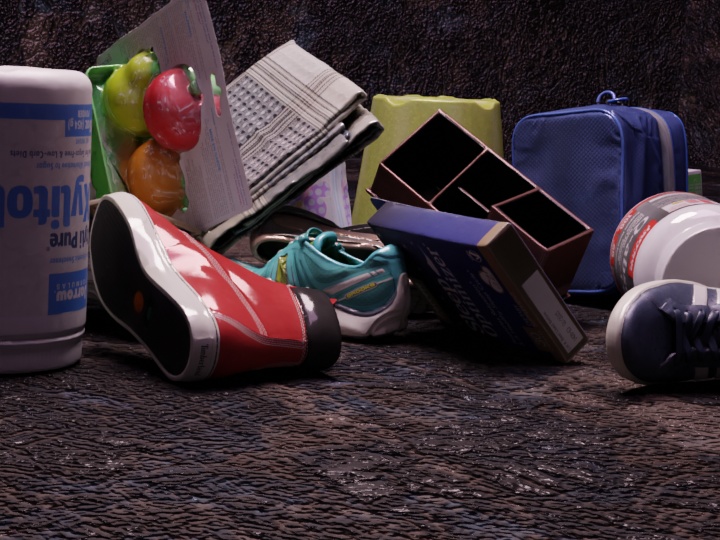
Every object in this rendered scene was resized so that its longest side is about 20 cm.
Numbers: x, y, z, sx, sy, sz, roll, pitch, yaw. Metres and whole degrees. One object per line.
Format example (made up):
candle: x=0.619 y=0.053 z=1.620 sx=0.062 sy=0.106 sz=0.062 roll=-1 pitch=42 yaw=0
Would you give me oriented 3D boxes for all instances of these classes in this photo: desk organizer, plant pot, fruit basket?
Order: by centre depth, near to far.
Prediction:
fruit basket: x=-0.153 y=-0.118 z=1.300 sx=0.094 sy=0.185 sz=0.200 roll=-9 pitch=-7 yaw=-41
desk organizer: x=0.104 y=-0.053 z=1.396 sx=0.072 sy=0.077 sz=0.200 roll=-22 pitch=52 yaw=-40
plant pot: x=0.074 y=-0.086 z=1.615 sx=0.200 sy=0.184 sz=0.200 roll=3 pitch=7 yaw=0

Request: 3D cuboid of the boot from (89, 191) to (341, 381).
boot: x=-0.100 y=0.010 z=1.124 sx=0.144 sy=0.072 sz=0.200 roll=-1 pitch=33 yaw=-35

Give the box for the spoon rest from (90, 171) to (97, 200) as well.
spoon rest: x=-0.308 y=-0.030 z=1.400 sx=0.200 sy=0.061 sz=0.099 roll=-20 pitch=19 yaw=27

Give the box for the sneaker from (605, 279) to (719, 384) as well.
sneaker: x=0.261 y=0.044 z=1.101 sx=0.200 sy=0.075 sz=0.084 roll=-3 pitch=5 yaw=-37

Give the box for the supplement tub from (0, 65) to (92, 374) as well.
supplement tub: x=-0.250 y=-0.039 z=1.076 sx=0.132 sy=0.200 sz=0.132 roll=2 pitch=8 yaw=0

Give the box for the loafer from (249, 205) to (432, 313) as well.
loafer: x=0.000 y=0.000 z=1.354 sx=0.200 sy=0.072 sz=0.063 roll=16 pitch=23 yaw=3

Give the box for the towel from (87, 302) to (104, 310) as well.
towel: x=-0.224 y=0.017 z=1.375 sx=0.145 sy=0.024 sz=0.200 roll=2 pitch=9 yaw=-21

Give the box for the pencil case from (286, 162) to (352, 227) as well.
pencil case: x=-0.049 y=-0.084 z=1.515 sx=0.083 sy=0.200 sz=0.091 roll=-8 pitch=2 yaw=-31

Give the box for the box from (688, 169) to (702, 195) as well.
box: x=0.333 y=-0.084 z=2.043 sx=0.176 sy=0.097 sz=0.200 roll=4 pitch=6 yaw=25

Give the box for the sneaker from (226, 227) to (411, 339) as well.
sneaker: x=-0.041 y=0.005 z=1.283 sx=0.200 sy=0.080 sz=0.077 roll=6 pitch=8 yaw=35

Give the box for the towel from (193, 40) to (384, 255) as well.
towel: x=-0.095 y=-0.117 z=1.402 sx=0.193 sy=0.035 sz=0.200 roll=-37 pitch=39 yaw=-6

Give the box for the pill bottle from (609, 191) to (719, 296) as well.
pill bottle: x=0.275 y=-0.001 z=1.294 sx=0.116 sy=0.116 sz=0.200 roll=3 pitch=7 yaw=0

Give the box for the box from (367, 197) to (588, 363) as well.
box: x=0.079 y=0.004 z=1.227 sx=0.032 sy=0.121 sz=0.200 roll=-45 pitch=27 yaw=-16

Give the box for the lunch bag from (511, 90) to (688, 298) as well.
lunch bag: x=0.235 y=-0.073 z=1.518 sx=0.136 sy=0.200 sz=0.132 roll=2 pitch=3 yaw=44

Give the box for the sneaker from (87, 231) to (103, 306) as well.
sneaker: x=-0.168 y=0.002 z=1.232 sx=0.200 sy=0.078 sz=0.099 roll=17 pitch=10 yaw=29

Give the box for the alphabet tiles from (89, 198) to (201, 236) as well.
alphabet tiles: x=-0.235 y=-0.030 z=1.283 sx=0.200 sy=0.006 sz=0.166 roll=-10 pitch=-20 yaw=36

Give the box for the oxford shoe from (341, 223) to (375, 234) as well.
oxford shoe: x=0.038 y=-0.001 z=1.452 sx=0.200 sy=0.073 sz=0.084 roll=3 pitch=-8 yaw=-23
